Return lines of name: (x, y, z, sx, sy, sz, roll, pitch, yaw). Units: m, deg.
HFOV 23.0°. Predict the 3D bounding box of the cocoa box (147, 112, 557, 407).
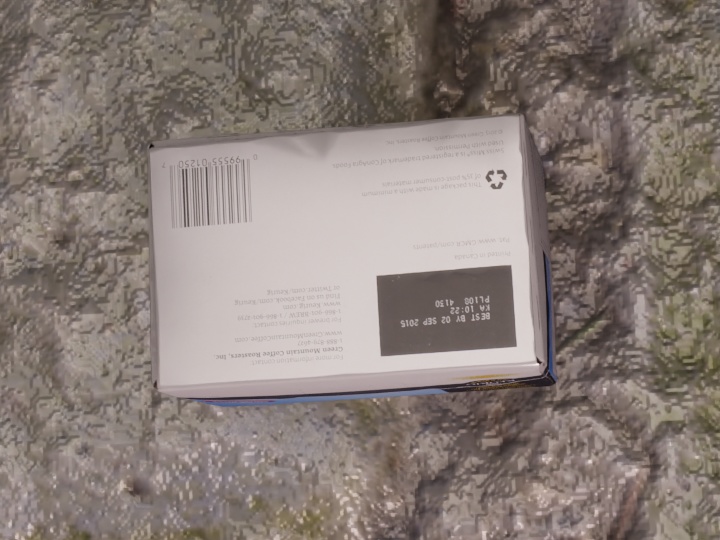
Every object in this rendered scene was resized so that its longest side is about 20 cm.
cocoa box: (0.000, 0.000, 0.942, 0.200, 0.131, 0.134, -4, 82, 10)
